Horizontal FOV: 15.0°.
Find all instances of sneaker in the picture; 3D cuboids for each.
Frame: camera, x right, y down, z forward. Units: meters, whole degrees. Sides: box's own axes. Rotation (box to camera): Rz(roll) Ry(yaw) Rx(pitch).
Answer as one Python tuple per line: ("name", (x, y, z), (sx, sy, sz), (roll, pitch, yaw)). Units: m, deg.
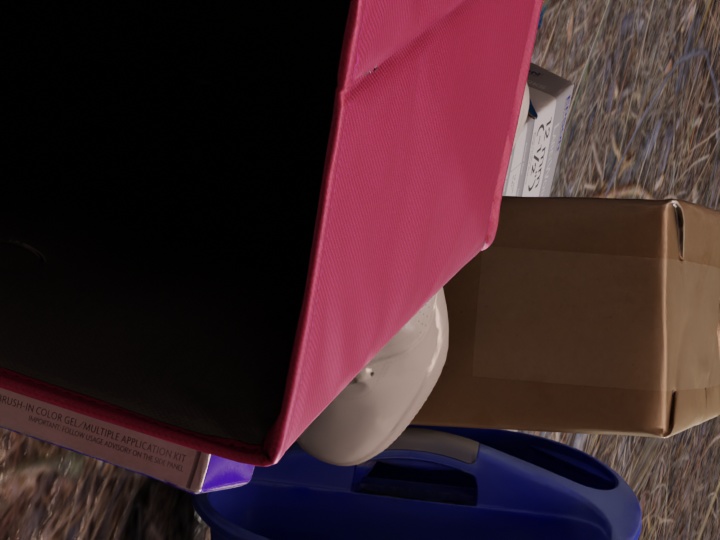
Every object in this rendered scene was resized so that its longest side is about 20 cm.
("sneaker", (0.000, 0.000, 1.107), (0.088, 0.075, 0.201), (-37, 150, -58))

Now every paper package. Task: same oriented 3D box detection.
("paper package", (0.060, 0.017, 1.255), (0.191, 0.199, 0.104), (-2, 93, -75))

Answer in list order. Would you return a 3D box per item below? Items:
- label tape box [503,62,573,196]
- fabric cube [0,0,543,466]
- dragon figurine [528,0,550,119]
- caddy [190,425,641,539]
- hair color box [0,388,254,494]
("label tape box", (0.069, -0.039, 1.515), (0.200, 0.066, 0.144), (-37, 141, -63))
("fabric cube", (-0.060, -0.094, 0.730), (0.199, 0.195, 0.201), (-39, 143, -64))
("dragon figurine", (0.049, -0.099, 1.214), (0.200, 0.058, 0.100), (-110, -158, -49))
("caddy", (0.023, 0.117, 1.206), (0.142, 0.199, 0.106), (-70, 165, -66))
("hair color box", (-0.068, -0.036, 0.932), (0.065, 0.109, 0.201), (7, 99, -75))
